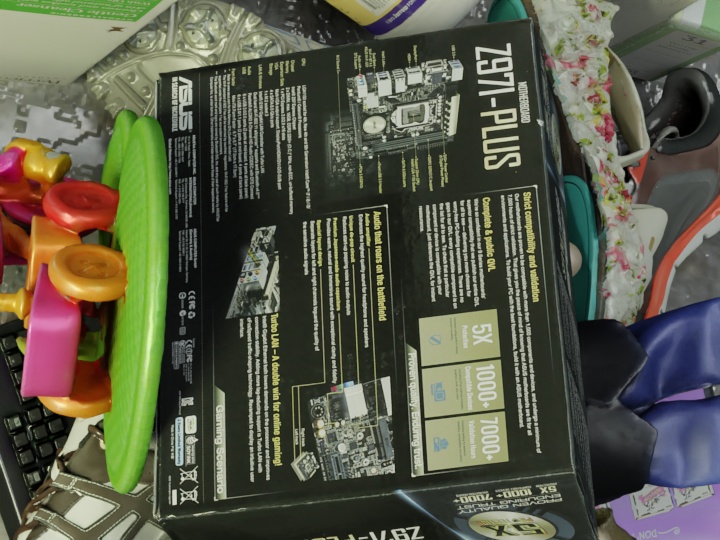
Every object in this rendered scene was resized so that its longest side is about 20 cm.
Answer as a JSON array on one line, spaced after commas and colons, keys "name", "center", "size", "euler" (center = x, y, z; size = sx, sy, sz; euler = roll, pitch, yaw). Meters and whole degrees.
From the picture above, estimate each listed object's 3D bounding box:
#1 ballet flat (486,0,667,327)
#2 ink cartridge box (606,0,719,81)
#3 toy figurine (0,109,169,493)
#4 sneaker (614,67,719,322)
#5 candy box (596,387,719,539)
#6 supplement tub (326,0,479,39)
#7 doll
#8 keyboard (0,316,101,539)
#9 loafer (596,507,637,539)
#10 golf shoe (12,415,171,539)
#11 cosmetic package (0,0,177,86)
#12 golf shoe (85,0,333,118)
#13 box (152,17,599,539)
[{"name": "ballet flat", "center": [0.106, -0.042, 0.973], "size": [0.063, 0.076, 0.202], "euler": [-2, 77, -24]}, {"name": "ink cartridge box", "center": [0.174, -0.181, 1.017], "size": [0.048, 0.200, 0.147], "euler": [15, 79, -17]}, {"name": "toy figurine", "center": [-0.179, -0.006, 0.862], "size": [0.182, 0.201, 0.151], "euler": [4, 120, -12]}, {"name": "sneaker", "center": [0.117, -0.023, 1.036], "size": [0.200, 0.077, 0.082], "euler": [-51, 130, -29]}, {"name": "candy box", "center": [0.105, 0.162, 1.026], "size": [0.166, 0.071, 0.202], "euler": [-14, 90, -22]}, {"name": "supplement tub", "center": [-0.017, -0.211, 0.975], "size": [0.199, 0.145, 0.146], "euler": [34, 74, -15]}, {"name": "doll", "center": [0.099, 0.053, 0.901], "size": [0.198, 0.048, 0.138], "euler": [-11, 78, 7]}, {"name": "keyboard", "center": [-0.140, 0.124, 0.961], "size": [0.126, 0.021, 0.202], "euler": [-20, 92, -22]}, {"name": "loafer", "center": [0.031, 0.129, 0.923], "size": [0.198, 0.076, 0.068], "euler": [-12, 91, -24]}, {"name": "golf shoe", "center": [-0.123, 0.112, 0.926], "size": [0.199, 0.078, 0.095], "euler": [-22, 85, -36]}, {"name": "cosmetic package", "center": [-0.145, -0.138, 0.887], "size": [0.107, 0.200, 0.086], "euler": [3, 82, -19]}, {"name": "golf shoe", "center": [-0.029, -0.076, 0.999], "size": [0.198, 0.097, 0.079], "euler": [18, 97, 7]}, {"name": "box", "center": [0.004, 0.013, 0.865], "size": [0.162, 0.086, 0.202], "euler": [-8, 62, 9]}]
